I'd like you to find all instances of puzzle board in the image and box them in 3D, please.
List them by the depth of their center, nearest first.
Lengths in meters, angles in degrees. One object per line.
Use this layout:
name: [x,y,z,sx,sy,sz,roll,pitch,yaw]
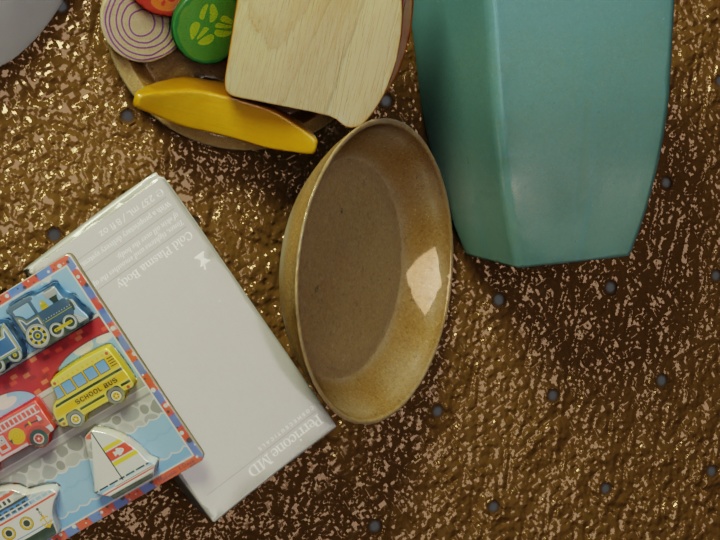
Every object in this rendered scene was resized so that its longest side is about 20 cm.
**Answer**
puzzle board: [-0.217,0.102,0.867,0.199,0.017,0.151,-30,100,12]

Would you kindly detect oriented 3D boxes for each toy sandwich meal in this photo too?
toy sandwich meal: [-0.067,-0.158,0.905,0.204,0.070,0.206,-2,113,-4]

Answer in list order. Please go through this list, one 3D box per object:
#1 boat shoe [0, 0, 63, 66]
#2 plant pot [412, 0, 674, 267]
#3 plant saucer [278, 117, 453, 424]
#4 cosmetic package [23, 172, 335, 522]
boat shoe: [-0.215,-0.228,0.895,0.068,0.072,0.201,27,96,17]
plant pot: [0.125,-0.109,0.975,0.140,0.141,0.201,-7,99,-19]
plant saucer: [0.000,0.000,0.936,0.200,0.035,0.202,-13,105,-58]
cosmetic package: [-0.117,0.050,0.913,0.107,0.090,0.200,-38,98,-13]
